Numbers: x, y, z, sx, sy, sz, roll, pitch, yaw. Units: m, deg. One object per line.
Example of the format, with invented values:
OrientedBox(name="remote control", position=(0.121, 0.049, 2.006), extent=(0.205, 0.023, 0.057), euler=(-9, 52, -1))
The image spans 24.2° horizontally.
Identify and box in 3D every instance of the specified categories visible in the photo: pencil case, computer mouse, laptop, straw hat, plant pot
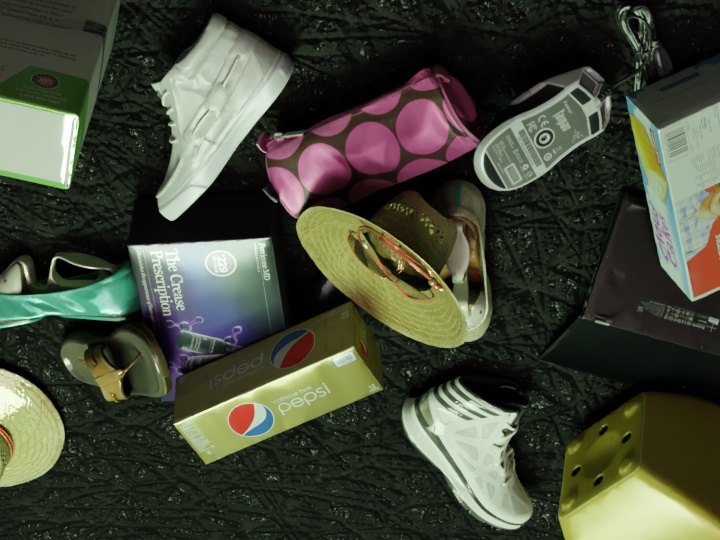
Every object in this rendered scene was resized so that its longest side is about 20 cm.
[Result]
OrientedBox(name="pencil case", position=(0.009, -0.117, 1.507), extent=(0.199, 0.091, 0.094), euler=(-23, 111, 19))
OrientedBox(name="computer mouse", position=(0.000, 0.000, 1.633), extent=(0.058, 0.034, 0.200), euler=(28, 125, -16))
OrientedBox(name="laptop", position=(0.300, 0.032, 1.649), extent=(0.186, 0.116, 0.202), euler=(15, 100, -8))
OrientedBox(name="straw hat", position=(0.042, -0.024, 1.516), extent=(0.200, 0.085, 0.201), euler=(32, 160, 13))
OrientedBox(name="computer mouse", position=(0.180, -0.146, 1.468), extent=(0.199, 0.044, 0.110), euler=(-32, 129, 1))
OrientedBox(name="plant pot", position=(0.311, 0.240, 1.701), extent=(0.200, 0.195, 0.195), euler=(39, 126, -18))
OrientedBox(name="straw hat", position=(-0.421, 0.191, 1.779), extent=(0.199, 0.085, 0.202), euler=(2, 129, 3))

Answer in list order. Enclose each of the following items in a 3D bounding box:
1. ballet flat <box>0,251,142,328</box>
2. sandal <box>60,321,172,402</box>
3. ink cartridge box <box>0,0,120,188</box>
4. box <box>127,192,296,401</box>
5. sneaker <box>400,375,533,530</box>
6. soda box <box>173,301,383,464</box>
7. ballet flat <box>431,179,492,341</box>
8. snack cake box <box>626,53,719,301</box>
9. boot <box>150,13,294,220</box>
OrientedBox(name="ballet flat", position=(-0.309, 0.017, 1.663), extent=(0.198, 0.067, 0.071), euler=(-4, 105, 8))
OrientedBox(name="sandal", position=(-0.250, 0.095, 1.659), extent=(0.199, 0.054, 0.082), euler=(2, 121, 50))
OrientedBox(name="ink cartridge box", position=(-0.290, -0.175, 1.410), extent=(0.144, 0.201, 0.084), euler=(12, 132, -5))
OrientedBox(name="box", position=(-0.139, 0.027, 1.637), extent=(0.140, 0.079, 0.201), euler=(-5, 129, 3))
OrientedBox(name="sneaker", position=(0.143, 0.186, 1.744), extent=(0.115, 0.076, 0.201), euler=(-30, 119, 28))
OrientedBox(name="soda box", position=(-0.080, 0.108, 1.609), extent=(0.199, 0.068, 0.064), euler=(-23, 127, 15))
OrientedBox(name="ballet flat", position=(0.091, 0.005, 1.611), extent=(0.067, 0.063, 0.201), euler=(-3, 129, 7))
OrientedBox(name="snack cake box", position=(0.316, -0.084, 1.494), extent=(0.114, 0.067, 0.201), euler=(-24, 127, -6))
OrientedBox(name="boot", position=(-0.151, -0.142, 1.516), extent=(0.095, 0.074, 0.200), euler=(34, 116, -14))
